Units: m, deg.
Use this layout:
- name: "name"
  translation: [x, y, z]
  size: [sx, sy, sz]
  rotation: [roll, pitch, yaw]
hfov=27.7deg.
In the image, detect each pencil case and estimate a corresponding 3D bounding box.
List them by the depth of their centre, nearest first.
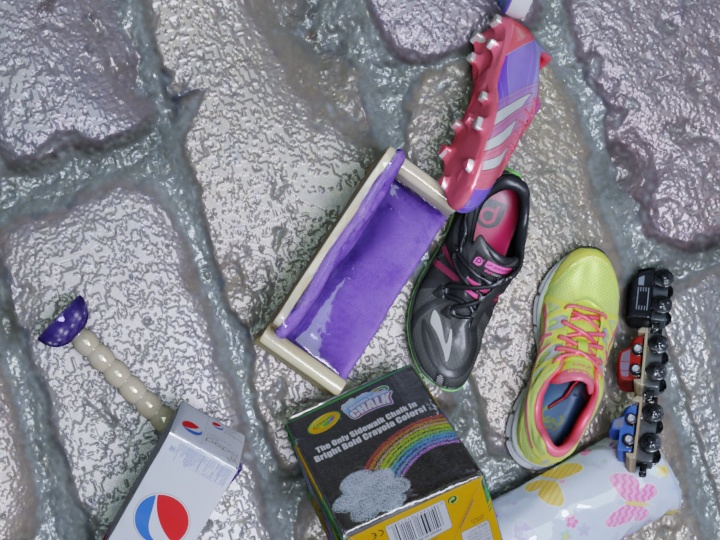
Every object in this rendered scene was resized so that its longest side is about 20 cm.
- name: "pencil case"
  translation: [0.180, 0.216, 1.262]
  size: [0.198, 0.083, 0.092]
  rotation: [-29, 113, -9]

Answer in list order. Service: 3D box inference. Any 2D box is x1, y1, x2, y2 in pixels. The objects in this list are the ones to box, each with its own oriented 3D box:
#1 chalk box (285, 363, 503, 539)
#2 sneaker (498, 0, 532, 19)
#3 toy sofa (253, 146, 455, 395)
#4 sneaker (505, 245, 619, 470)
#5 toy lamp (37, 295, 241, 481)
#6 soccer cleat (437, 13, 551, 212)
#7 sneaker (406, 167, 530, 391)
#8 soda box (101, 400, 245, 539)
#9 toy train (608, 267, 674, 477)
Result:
- name: "chalk box"
  translation: [0.022, 0.174, 1.200]
  size: [0.123, 0.200, 0.125]
  rotation: [-22, 125, -7]
- name: "sneaker"
  translation: [0.092, -0.328, 1.271]
  size: [0.144, 0.081, 0.203]
  rotation: [7, 88, -3]
- name: "toy sofa"
  translation: [0.000, 0.000, 1.221]
  size: [0.082, 0.098, 0.201]
  rotation: [35, 75, -6]
- name: "sneaker"
  translation: [0.187, 0.077, 1.264]
  size: [0.077, 0.090, 0.203]
  rotation: [14, 84, -7]
- name: "toy lamp"
  translation: [-0.180, 0.108, 1.218]
  size: [0.200, 0.058, 0.058]
  rotation: [45, 82, -6]
- name: "soccer cleat"
  translation: [0.120, -0.129, 1.246]
  size: [0.076, 0.067, 0.202]
  rotation: [28, 55, -22]
- name: "sneaker"
  translation: [0.094, 0.004, 1.254]
  size: [0.076, 0.084, 0.203]
  rotation: [18, 85, -8]
- name: "soda box"
  translation: [-0.168, 0.212, 1.178]
  size: [0.063, 0.068, 0.201]
  rotation: [29, 105, -7]
- name: "toy train"
  translation: [0.244, 0.084, 1.264]
  size: [0.045, 0.034, 0.202]
  rotation: [4, 58, 13]
